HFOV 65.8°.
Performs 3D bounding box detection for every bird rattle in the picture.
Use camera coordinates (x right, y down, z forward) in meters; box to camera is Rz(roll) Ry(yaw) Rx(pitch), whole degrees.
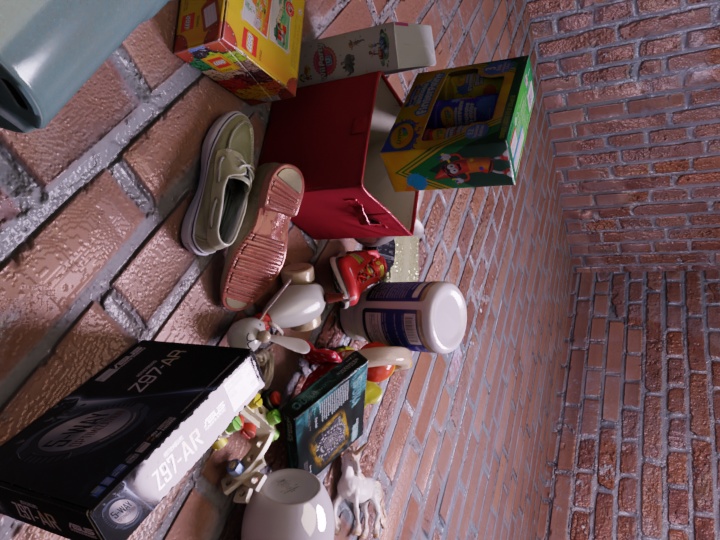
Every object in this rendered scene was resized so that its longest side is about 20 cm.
[{"bbox_3d":[-0.002,0.143,0.886,0.200,0.163,0.113,52,27,-60],"label":"bird rattle"}]

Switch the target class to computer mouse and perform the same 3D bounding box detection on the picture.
[{"bbox_3d":[0.027,0.018,1.064,0.059,0.034,0.201,17,81,-44],"label":"computer mouse"}]

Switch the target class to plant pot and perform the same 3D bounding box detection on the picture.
[{"bbox_3d":[-0.254,-0.225,0.415,0.200,0.200,0.196,50,55,-48],"label":"plant pot"}]

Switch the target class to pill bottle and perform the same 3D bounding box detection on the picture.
[{"bbox_3d":[0.067,0.076,0.940,0.116,0.200,0.116,1,88,-48],"label":"pill bottle"}]

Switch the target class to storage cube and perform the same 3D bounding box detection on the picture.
[{"bbox_3d":[-0.025,-0.156,0.820,0.171,0.179,0.201,34,60,-55],"label":"storage cube"}]

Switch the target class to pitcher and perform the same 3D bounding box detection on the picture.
[{"bbox_3d":[-0.114,0.377,0.720,0.171,0.121,0.201,-9,109,-47],"label":"pitcher"}]

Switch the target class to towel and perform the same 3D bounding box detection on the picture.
[{"bbox_3d":[0.086,-0.045,1.159,0.148,0.036,0.201,15,76,-61],"label":"towel"}]

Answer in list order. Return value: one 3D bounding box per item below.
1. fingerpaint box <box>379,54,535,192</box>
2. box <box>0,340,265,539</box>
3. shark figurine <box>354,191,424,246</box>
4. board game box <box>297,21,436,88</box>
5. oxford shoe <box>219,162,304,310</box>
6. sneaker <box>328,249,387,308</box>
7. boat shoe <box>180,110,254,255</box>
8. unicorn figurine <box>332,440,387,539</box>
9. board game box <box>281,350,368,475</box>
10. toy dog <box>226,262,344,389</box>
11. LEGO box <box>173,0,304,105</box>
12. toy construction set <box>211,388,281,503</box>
[{"bbox_3d":[0.138,-0.202,0.761,0.073,0.166,0.200,63,39,-41],"label":"fingerpaint box"},{"bbox_3d":[-0.207,0.139,0.501,0.200,0.160,0.044,-47,129,-50],"label":"box"},{"bbox_3d":[0.056,-0.071,0.930,0.089,0.214,0.128,18,53,-30],"label":"shark figurine"},{"bbox_3d":[-0.007,-0.318,0.835,0.148,0.199,0.064,-35,119,-57],"label":"board game box"},{"bbox_3d":[-0.137,-0.046,0.728,0.071,0.074,0.200,26,87,-44],"label":"oxford shoe"},{"bbox_3d":[0.000,0.000,0.901,0.200,0.085,0.077,-74,152,-72],"label":"sneaker"},{"bbox_3d":[-0.161,-0.110,0.692,0.072,0.062,0.201,38,56,-54],"label":"boat shoe"},{"bbox_3d":[-0.004,0.384,0.961,0.200,0.074,0.138,66,24,-59],"label":"unicorn figurine"},{"bbox_3d":[-0.048,0.219,0.800,0.135,0.028,0.200,-34,145,-32],"label":"board game box"},{"bbox_3d":[-0.089,0.061,0.767,0.200,0.096,0.132,-65,145,-47],"label":"toy dog"},{"bbox_3d":[-0.146,-0.339,0.713,0.149,0.077,0.201,21,71,-59],"label":"LEGO box"},{"bbox_3d":[-0.151,0.188,0.669,0.131,0.092,0.200,-96,171,-49],"label":"toy construction set"}]
